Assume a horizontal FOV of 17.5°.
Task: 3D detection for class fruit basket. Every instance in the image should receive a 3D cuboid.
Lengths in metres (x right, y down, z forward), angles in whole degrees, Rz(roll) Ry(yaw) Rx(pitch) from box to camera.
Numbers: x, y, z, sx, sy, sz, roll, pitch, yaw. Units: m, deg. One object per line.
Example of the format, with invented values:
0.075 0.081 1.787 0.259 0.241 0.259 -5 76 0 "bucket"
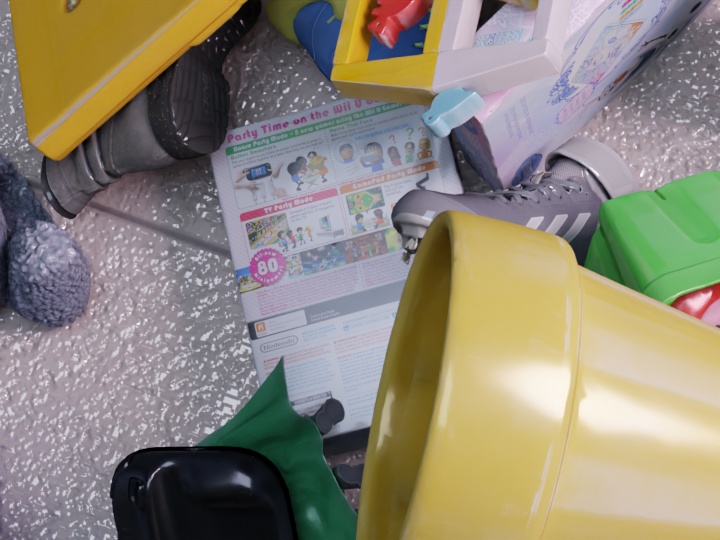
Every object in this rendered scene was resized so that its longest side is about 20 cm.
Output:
0.235 0.049 1.284 0.214 0.156 0.217 4 49 -5 "fruit basket"

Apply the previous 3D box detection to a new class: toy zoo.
0.056 -0.162 1.255 0.130 0.020 0.201 -4 60 30 "toy zoo"

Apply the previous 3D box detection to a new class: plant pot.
0.109 0.086 1.157 0.187 0.201 0.202 11 78 -7 "plant pot"

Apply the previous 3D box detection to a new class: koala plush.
-0.287 -0.034 1.391 0.177 0.200 0.184 -32 73 2 "koala plush"

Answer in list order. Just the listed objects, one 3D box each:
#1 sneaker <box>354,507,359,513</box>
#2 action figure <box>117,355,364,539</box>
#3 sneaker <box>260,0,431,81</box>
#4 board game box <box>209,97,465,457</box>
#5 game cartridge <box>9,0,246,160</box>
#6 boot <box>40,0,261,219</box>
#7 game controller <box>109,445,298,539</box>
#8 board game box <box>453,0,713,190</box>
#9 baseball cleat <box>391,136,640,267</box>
0.005 0.163 1.347 0.199 0.089 0.079 -35 73 4 "sneaker"
-0.081 0.141 1.351 0.199 0.055 0.119 -31 77 34 "action figure"
0.040 -0.172 1.413 0.199 0.076 0.105 -18 113 32 "sneaker"
0.000 0.000 1.401 0.147 0.064 0.201 -14 75 7 "board game box"
-0.132 -0.185 1.417 0.200 0.032 0.177 -36 43 21 "game cartridge"
-0.137 -0.132 1.450 0.130 0.068 0.201 -19 44 34 "boot"
-0.077 0.191 1.318 0.104 0.042 0.201 -5 113 11 "game controller"
0.134 -0.141 1.339 0.199 0.200 0.043 -45 77 -3 "board game box"
0.093 -0.035 1.334 0.069 0.200 0.107 11 82 40 "baseball cleat"
